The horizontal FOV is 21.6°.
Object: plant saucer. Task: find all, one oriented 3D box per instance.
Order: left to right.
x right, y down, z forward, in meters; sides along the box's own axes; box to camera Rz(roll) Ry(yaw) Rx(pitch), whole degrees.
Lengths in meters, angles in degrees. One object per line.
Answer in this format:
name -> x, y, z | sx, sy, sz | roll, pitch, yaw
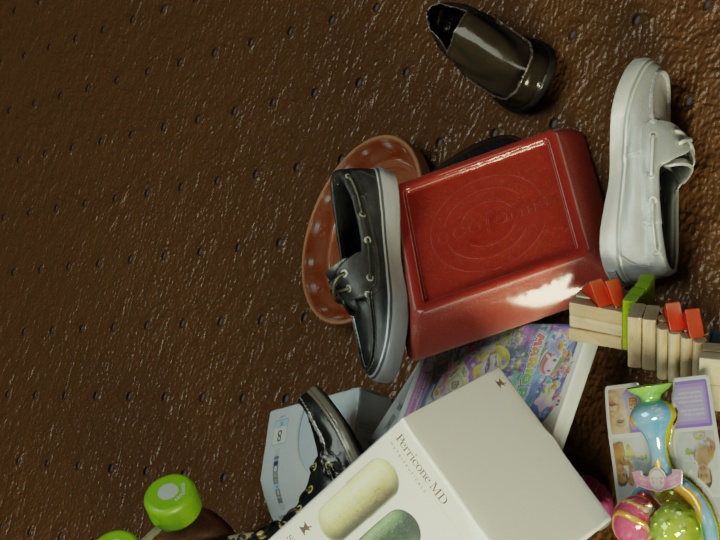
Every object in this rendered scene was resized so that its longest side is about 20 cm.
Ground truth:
plant saucer -> 0.010, -0.038, 1.922 | 0.200, 0.032, 0.202 | -32, 48, 45
plant saucer -> 0.116, -0.035, 1.655 | 0.198, 0.037, 0.201 | -19, 45, 10

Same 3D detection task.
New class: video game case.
video game case -> 0.108, 0.112, 1.599 | 0.199, 0.018, 0.144 | -2, 61, 51

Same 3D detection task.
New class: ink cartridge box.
ink cartridge box -> -0.043, 0.225, 1.841 | 0.160, 0.047, 0.202 | -19, 56, 51

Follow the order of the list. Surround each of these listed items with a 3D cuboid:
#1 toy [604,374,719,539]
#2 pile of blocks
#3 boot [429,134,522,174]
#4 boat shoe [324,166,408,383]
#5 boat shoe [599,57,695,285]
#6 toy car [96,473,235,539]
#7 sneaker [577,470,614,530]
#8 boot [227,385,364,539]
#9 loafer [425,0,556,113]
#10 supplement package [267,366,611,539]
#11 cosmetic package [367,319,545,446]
toy -> 0.222, 0.183, 1.417 | 0.115, 0.047, 0.202 | -12, 80, 54
pile of blocks -> 0.245, 0.042, 1.470 | 0.199, 0.082, 0.063 | 30, 134, 45
boot -> 0.091, -0.035, 1.765 | 0.200, 0.097, 0.074 | -44, 46, -18
boat shoe -> 0.000, 0.000, 1.651 | 0.070, 0.066, 0.202 | 138, 135, -62
boat shoe -> 0.245, -0.086, 1.573 | 0.068, 0.072, 0.202 | -3, 62, 32
toy car -> -0.140, 0.323, 1.836 | 0.199, 0.165, 0.158 | 21, 53, 38
sneaker -> 0.128, 0.223, 1.569 | 0.199, 0.081, 0.089 | -16, 94, 37
boot -> -0.053, 0.221, 1.736 | 0.150, 0.073, 0.201 | -27, 72, 1
loafer -> 0.117, -0.209, 1.820 | 0.073, 0.071, 0.200 | -64, 33, 9
supplement package -> 0.055, 0.207, 1.472 | 0.152, 0.150, 0.200 | 53, 125, 12
cosmetic package -> 0.099, 0.124, 1.684 | 0.201, 0.051, 0.151 | -58, 37, 16
